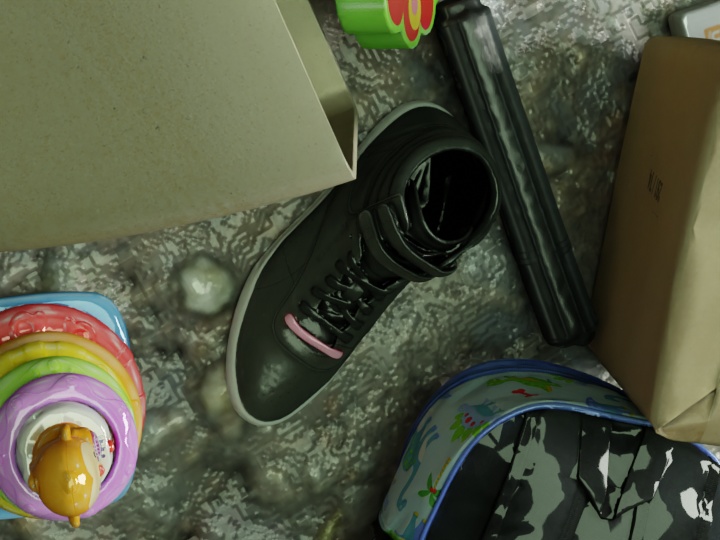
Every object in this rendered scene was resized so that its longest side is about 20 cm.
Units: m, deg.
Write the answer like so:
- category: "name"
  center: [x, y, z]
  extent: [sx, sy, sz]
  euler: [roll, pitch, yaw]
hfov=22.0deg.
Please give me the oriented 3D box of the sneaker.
- category: "sneaker"
  center: [0.000, 0.000, 0.966]
  extent: [0.071, 0.099, 0.201]
  euler: [36, 87, -19]

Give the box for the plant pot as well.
- category: "plant pot"
  center: [-0.121, -0.116, 0.874]
  extent: [0.176, 0.200, 0.201]
  euler: [-23, 103, 6]

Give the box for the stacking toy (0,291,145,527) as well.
- category: "stacking toy"
  center: [-0.146, 0.079, 0.880]
  extent: [0.109, 0.200, 0.117]
  euler: [-5, 97, -15]

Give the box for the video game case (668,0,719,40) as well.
- category: "video game case"
  center: [0.286, -0.079, 1.079]
  extent: [0.181, 0.022, 0.201]
  euler: [-19, 101, -13]

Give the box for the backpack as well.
- category: "backpack"
  center: [0.090, 0.151, 0.982]
  extent: [0.182, 0.147, 0.201]
  euler: [16, 101, -15]

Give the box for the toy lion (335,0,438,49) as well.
- category: "toy lion"
  center: [0.009, -0.218, 0.913]
  extent: [0.068, 0.192, 0.202]
  euler: [2, 79, 19]

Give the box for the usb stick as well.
- category: "usb stick"
  center: [0.084, -0.053, 1.007]
  extent: [0.032, 0.055, 0.201]
  euler: [-20, 102, 4]

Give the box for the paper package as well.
- category: "paper package"
  center: [0.194, -0.019, 0.953]
  extent: [0.103, 0.200, 0.192]
  euler: [11, 99, -5]

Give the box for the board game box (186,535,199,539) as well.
- category: "board game box"
  center: [-0.099, 0.262, 1.001]
  extent: [0.126, 0.035, 0.201]
  euler: [-28, 103, -12]
